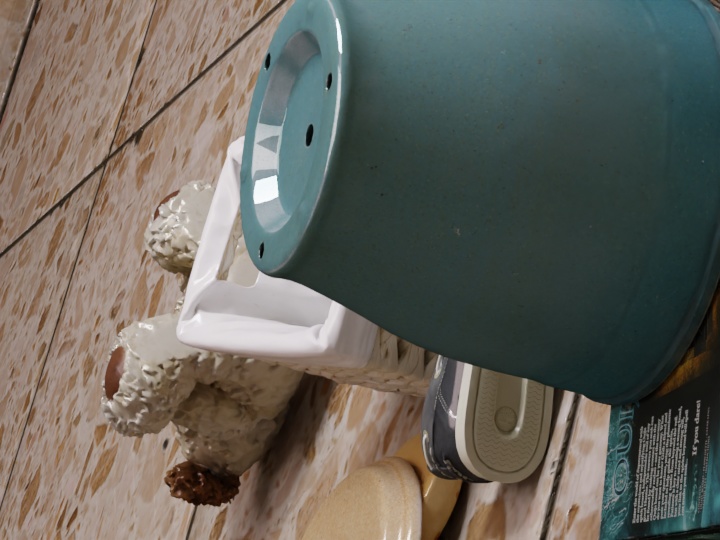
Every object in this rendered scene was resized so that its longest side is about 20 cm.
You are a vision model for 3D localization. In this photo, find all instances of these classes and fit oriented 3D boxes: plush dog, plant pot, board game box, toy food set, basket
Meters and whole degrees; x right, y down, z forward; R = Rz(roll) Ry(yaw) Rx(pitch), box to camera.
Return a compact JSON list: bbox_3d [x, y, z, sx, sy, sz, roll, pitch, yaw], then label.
[{"bbox_3d":[-0.086,0.064,2.038,0.172,0.160,0.201,102,-179,-54],"label":"plush dog"},{"bbox_3d":[0.050,-0.049,1.400,0.200,0.187,0.201,-170,90,-71],"label":"plant pot"},{"bbox_3d":[0.157,0.026,1.388,0.135,0.028,0.201,158,120,-68],"label":"board game box"},{"bbox_3d":[-0.004,0.199,1.718,0.198,0.048,0.201,-52,23,45],"label":"toy food set"},{"bbox_3d":[0.000,0.000,1.757,0.200,0.123,0.136,3,75,61],"label":"basket"}]

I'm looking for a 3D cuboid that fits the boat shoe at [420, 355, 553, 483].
[{"bbox_3d":[0.078,0.019,1.635,0.068,0.072,0.201,-16,56,65],"label":"boat shoe"}]

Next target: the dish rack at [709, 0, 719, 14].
[{"bbox_3d":[0.177,-0.131,1.545,0.154,0.054,0.200,-67,15,1],"label":"dish rack"}]
